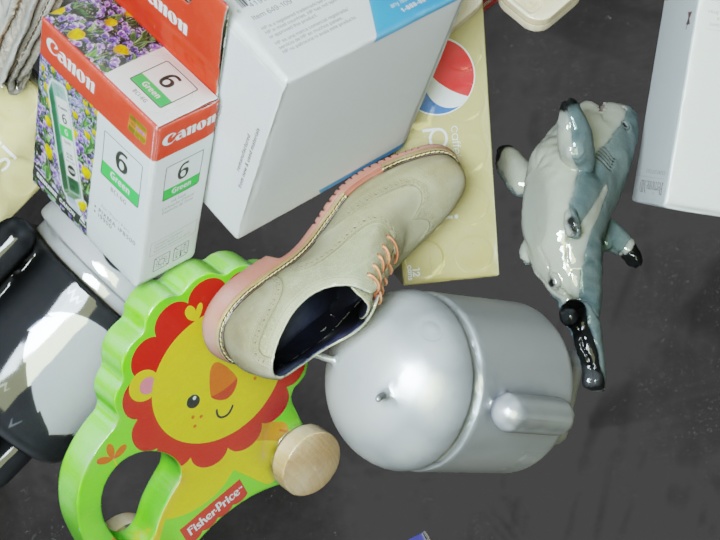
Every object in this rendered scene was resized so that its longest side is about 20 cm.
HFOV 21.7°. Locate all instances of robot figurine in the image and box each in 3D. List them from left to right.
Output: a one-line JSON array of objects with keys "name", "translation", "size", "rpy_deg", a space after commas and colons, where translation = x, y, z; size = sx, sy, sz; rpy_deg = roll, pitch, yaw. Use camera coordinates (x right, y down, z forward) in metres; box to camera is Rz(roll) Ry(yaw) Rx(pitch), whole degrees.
[{"name": "robot figurine", "translation": [-0.196, 0.042, 1.199], "size": [0.125, 0.150, 0.200], "rpy_deg": [43, 89, 6]}, {"name": "robot figurine", "translation": [0.058, 0.072, 1.201], "size": [0.199, 0.169, 0.114], "rpy_deg": [7, 94, -44]}]

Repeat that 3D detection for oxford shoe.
[{"name": "oxford shoe", "translation": [0.000, 0.000, 1.147], "size": [0.200, 0.074, 0.071], "rpy_deg": [-42, 131, -16]}]

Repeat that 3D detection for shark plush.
[{"name": "shark plush", "translation": [0.154, -0.026, 1.217], "size": [0.083, 0.091, 0.201], "rpy_deg": [12, 53, -27]}]

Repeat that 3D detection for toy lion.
[{"name": "toy lion", "translation": [-0.109, 0.093, 1.182], "size": [0.200, 0.069, 0.192], "rpy_deg": [-40, 131, -17]}]

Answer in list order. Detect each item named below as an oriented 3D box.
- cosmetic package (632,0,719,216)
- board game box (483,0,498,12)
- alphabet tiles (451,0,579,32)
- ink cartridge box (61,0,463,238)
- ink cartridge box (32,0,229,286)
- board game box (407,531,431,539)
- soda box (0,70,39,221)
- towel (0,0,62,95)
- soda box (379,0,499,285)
[{"name": "cosmetic package", "translation": [0.237, -0.137, 1.233], "size": [0.071, 0.101, 0.202], "rpy_deg": [8, 93, -5]}, {"name": "board game box", "translation": [0.017, -0.187, 1.252], "size": [0.200, 0.019, 0.103], "rpy_deg": [-37, 96, -1]}, {"name": "alphabet tiles", "translation": [0.072, -0.239, 1.199], "size": [0.200, 0.015, 0.195], "rpy_deg": [41, 66, 17]}, {"name": "ink cartridge box", "translation": [-0.069, -0.158, 1.126], "size": [0.146, 0.146, 0.200], "rpy_deg": [-30, 67, -33]}, {"name": "ink cartridge box", "translation": [-0.136, -0.098, 1.081], "size": [0.050, 0.201, 0.109], "rpy_deg": [-30, 61, -33]}, {"name": "board game box", "translation": [-0.005, 0.296, 1.250], "size": [0.199, 0.097, 0.160], "rpy_deg": [-26, 96, -2]}, {"name": "soda box", "translation": [-0.268, -0.044, 1.204], "size": [0.200, 0.064, 0.068], "rpy_deg": [-45, 111, 1]}, {"name": "towel", "translation": [-0.224, -0.218, 1.138], "size": [0.034, 0.133, 0.201], "rpy_deg": [-2, 56, -32]}, {"name": "soda box", "translation": [0.047, -0.095, 1.226], "size": [0.067, 0.064, 0.202], "rpy_deg": [-6, 101, -8]}]
